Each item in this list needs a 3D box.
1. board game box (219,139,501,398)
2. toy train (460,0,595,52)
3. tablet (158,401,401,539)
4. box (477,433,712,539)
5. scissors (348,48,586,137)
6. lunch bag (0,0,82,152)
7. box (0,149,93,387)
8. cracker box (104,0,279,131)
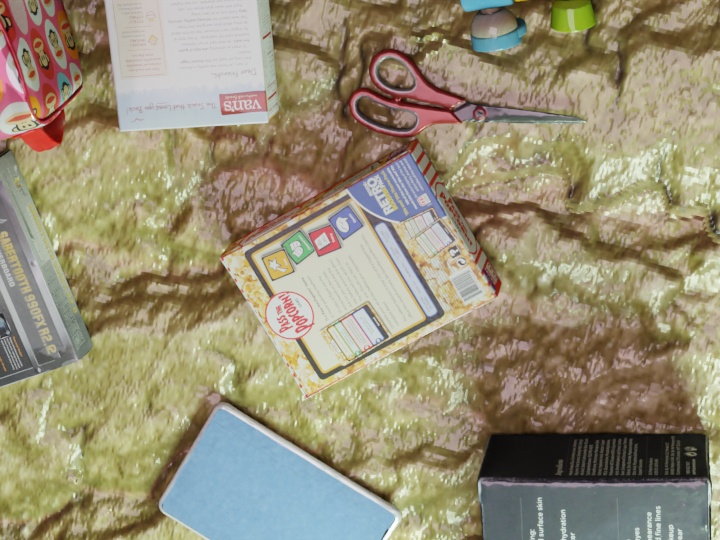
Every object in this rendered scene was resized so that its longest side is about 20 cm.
[{"bbox_3d":[0.000,0.000,1.720,0.199,0.046,0.152,-28,100,16],"label":"board game box"},{"bbox_3d":[0.173,-0.248,1.604,0.199,0.085,0.116,-7,115,12],"label":"toy train"},{"bbox_3d":[-0.076,0.222,1.816,0.200,0.014,0.130,32,109,0],"label":"tablet"},{"bbox_3d":[0.209,0.252,1.721,0.199,0.117,0.198,-1,106,9],"label":"box"},{"bbox_3d":[0.089,-0.131,1.686,0.199,0.014,0.073,19,106,3],"label":"scissors"},{"bbox_3d":[-0.291,-0.184,1.637,0.082,0.200,0.177,-18,102,10],"label":"lunch bag"},{"bbox_3d":[-0.354,0.009,1.783,0.158,0.048,0.201,-19,102,14],"label":"box"},{"bbox_3d":[-0.147,-0.224,1.674,0.133,0.058,0.201,-2,104,9],"label":"cracker box"}]
